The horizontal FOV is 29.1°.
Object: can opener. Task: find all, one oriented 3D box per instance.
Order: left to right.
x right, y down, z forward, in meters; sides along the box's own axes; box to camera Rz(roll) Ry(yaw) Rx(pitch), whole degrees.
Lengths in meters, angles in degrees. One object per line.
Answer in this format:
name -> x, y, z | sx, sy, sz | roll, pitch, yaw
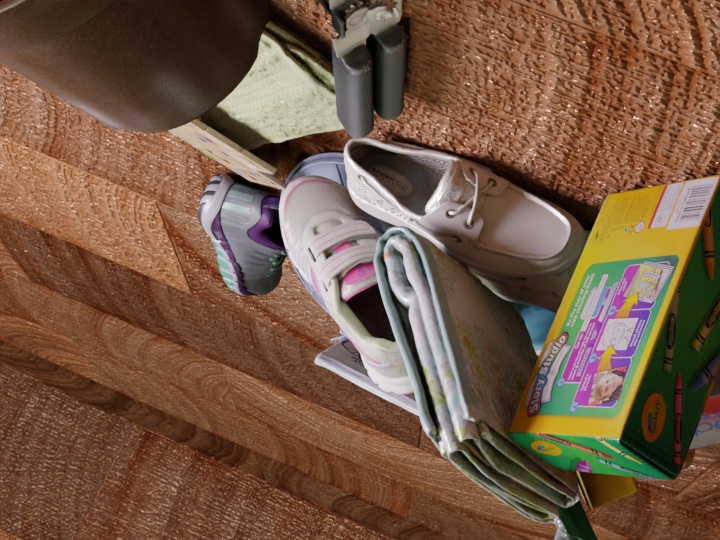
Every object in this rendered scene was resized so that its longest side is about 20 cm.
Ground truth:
can opener -> 0.001, -0.154, 0.916 | 0.066, 0.053, 0.200 | 56, 171, 21

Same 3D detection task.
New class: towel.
towel -> -0.091, -0.147, 1.063 | 0.148, 0.036, 0.200 | 36, 160, -28
towel -> 0.087, 0.078, 1.034 | 0.048, 0.200, 0.171 | -30, 138, 20

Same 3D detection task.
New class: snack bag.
snack bag -> 0.059, 0.101, 1.364 | 0.189, 0.021, 0.200 | 27, -164, 12

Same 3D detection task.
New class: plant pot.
plant pot -> -0.159, -0.188, 0.810 | 0.200, 0.200, 0.198 | 16, 169, 27

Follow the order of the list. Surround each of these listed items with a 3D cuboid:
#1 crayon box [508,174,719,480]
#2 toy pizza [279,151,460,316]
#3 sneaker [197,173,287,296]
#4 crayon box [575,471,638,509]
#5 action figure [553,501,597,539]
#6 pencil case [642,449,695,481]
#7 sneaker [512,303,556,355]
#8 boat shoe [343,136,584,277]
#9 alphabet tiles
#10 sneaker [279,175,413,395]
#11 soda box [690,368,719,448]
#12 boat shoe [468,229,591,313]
crayon box -> 0.190, 0.038, 0.943 | 0.058, 0.200, 0.119 | 33, 161, -24
toy pizza -> 0.012, -0.018, 1.211 | 0.200, 0.032, 0.200 | 26, 137, 28
sneaker -> -0.094, -0.021, 1.378 | 0.088, 0.074, 0.200 | 14, 159, 18
crayon box -> 0.216, 0.160, 1.324 | 0.051, 0.127, 0.200 | -22, 171, 5
action figure -> 0.161, 0.166, 1.284 | 0.055, 0.200, 0.118 | -20, 152, 8
pencil case -> 0.276, 0.138, 1.305 | 0.083, 0.087, 0.200 | 25, 166, 21
sneaker -> 0.224, 0.064, 1.181 | 0.131, 0.080, 0.200 | 36, 160, -28
boat shoe -> 0.072, -0.052, 1.058 | 0.200, 0.071, 0.069 | 19, 164, 21
alphabet tiles -> -0.138, -0.114, 1.186 | 0.167, 0.008, 0.200 | 32, 177, -19
sneaker -> 0.000, 0.000, 1.105 | 0.200, 0.081, 0.088 | 55, 174, 17
soda box -> 0.255, 0.095, 1.080 | 0.200, 0.063, 0.070 | -12, 137, 10
boat shoe -> 0.155, -0.006, 1.090 | 0.070, 0.071, 0.200 | 31, 169, -36
